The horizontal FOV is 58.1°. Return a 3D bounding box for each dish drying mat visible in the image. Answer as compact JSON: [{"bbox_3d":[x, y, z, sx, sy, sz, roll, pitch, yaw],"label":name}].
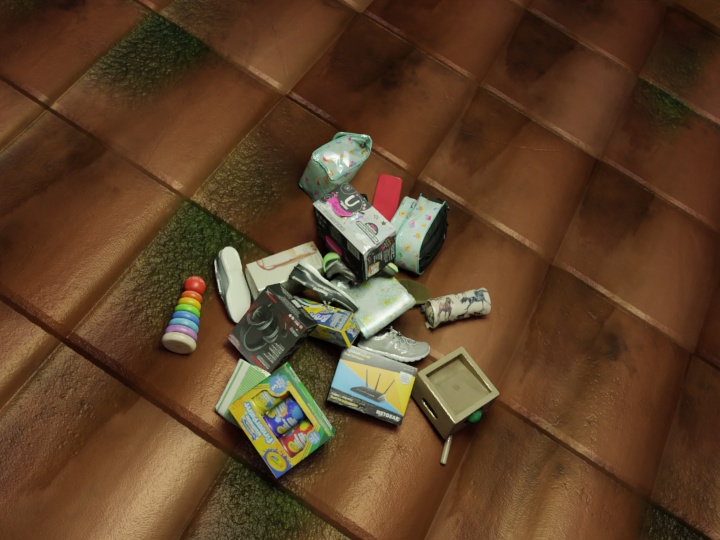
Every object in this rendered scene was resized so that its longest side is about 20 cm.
[{"bbox_3d":[0.075,-0.202,1.953,0.076,0.018,0.202,16,62,-5],"label":"dish drying mat"}]

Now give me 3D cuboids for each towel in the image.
[{"bbox_3d":[-0.237,0.323,1.566,0.198,0.023,0.154,28,90,0],"label":"towel"},{"bbox_3d":[0.021,0.065,1.711,0.170,0.048,0.200,-36,60,-12],"label":"towel"}]

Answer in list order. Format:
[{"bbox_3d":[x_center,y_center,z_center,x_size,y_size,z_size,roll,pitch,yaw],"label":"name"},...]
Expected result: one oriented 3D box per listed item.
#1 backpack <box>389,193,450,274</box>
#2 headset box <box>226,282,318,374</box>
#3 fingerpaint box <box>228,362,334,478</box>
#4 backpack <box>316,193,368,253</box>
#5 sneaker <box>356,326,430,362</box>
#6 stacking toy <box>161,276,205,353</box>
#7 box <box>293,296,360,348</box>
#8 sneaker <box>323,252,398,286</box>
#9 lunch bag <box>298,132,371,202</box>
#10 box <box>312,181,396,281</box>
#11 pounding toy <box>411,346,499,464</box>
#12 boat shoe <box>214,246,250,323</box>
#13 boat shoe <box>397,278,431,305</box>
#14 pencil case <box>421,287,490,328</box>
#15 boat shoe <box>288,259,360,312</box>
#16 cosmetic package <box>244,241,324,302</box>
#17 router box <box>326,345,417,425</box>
[{"bbox_3d":[0.157,-0.098,1.833,0.151,0.177,0.202,15,58,13],"label":"backpack"},{"bbox_3d":[-0.224,0.156,1.609,0.149,0.077,0.200,45,106,12],"label":"headset box"},{"bbox_3d":[-0.183,0.347,1.516,0.166,0.073,0.201,-35,88,-2],"label":"fingerpaint box"},{"bbox_3d":[-0.038,-0.115,1.797,0.161,0.156,0.200,-11,25,-5],"label":"backpack"},{"bbox_3d":[0.090,0.189,1.705,0.197,0.075,0.083,5,101,-12],"label":"sneaker"},{"bbox_3d":[-0.433,0.103,1.635,0.084,0.086,0.202,13,56,-7],"label":"stacking toy"},{"bbox_3d":[-0.101,0.130,1.652,0.198,0.070,0.065,14,53,35],"label":"box"},{"bbox_3d":[0.000,0.000,1.699,0.197,0.077,0.085,4,88,4],"label":"sneaker"},{"bbox_3d":[-0.064,-0.306,1.883,0.199,0.170,0.122,-39,85,-28],"label":"lunch bag"},{"bbox_3d":[-0.012,-0.101,1.628,0.114,0.133,0.200,-37,64,-19],"label":"box"},{"bbox_3d":[0.235,0.345,1.661,0.183,0.143,0.201,-25,63,-27],"label":"pounding toy"},{"bbox_3d":[-0.341,0.043,1.703,0.072,0.061,0.203,-3,77,-46],"label":"boat shoe"},{"bbox_3d":[0.098,0.070,1.803,0.198,0.063,0.074,1,55,-21],"label":"boat shoe"},{"bbox_3d":[0.271,0.104,1.807,0.197,0.090,0.079,-11,61,-21],"label":"pencil case"},{"bbox_3d":[-0.092,0.053,1.655,0.199,0.076,0.061,36,83,7],"label":"boat shoe"},{"bbox_3d":[-0.201,0.009,1.726,0.198,0.104,0.088,-21,68,-25],"label":"cosmetic package"},{"bbox_3d":[0.028,0.288,1.643,0.197,0.051,0.151,19,79,-3],"label":"router box"}]
